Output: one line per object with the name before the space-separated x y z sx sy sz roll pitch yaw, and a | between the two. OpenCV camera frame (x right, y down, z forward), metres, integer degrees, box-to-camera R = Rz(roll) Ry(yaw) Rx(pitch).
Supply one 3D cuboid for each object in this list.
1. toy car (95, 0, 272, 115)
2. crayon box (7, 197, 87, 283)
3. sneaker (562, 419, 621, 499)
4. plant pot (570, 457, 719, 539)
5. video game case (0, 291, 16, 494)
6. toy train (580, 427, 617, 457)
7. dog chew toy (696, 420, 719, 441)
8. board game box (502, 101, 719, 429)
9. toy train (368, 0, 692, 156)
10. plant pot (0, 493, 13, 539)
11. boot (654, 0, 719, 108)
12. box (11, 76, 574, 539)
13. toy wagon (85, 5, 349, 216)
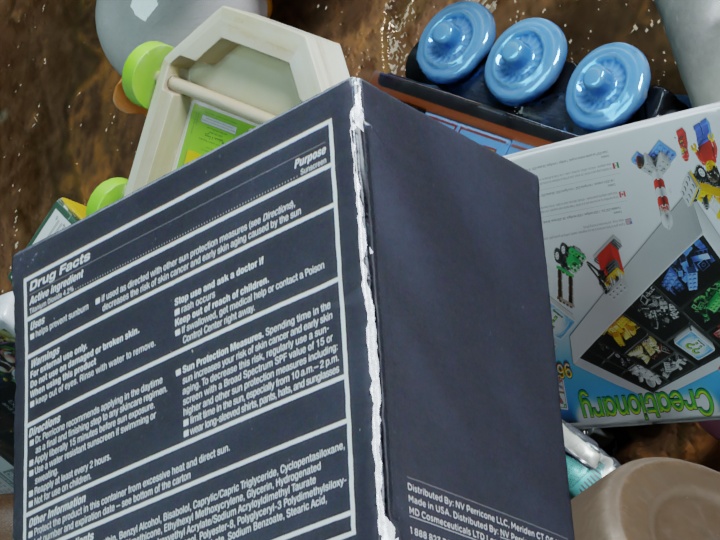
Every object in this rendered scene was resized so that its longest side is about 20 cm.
toy car | -0.086 -0.171 1.385 0.184 0.177 0.200 -133 38 -55
crayon box | -0.062 0.056 1.249 0.058 0.172 0.200 -55 46 9
sneaker | 0.066 0.118 1.094 0.080 0.078 0.200 -50 8 -26
plant pot | 0.103 0.174 0.969 0.175 0.200 0.200 -57 46 32
video game case | -0.182 0.099 1.351 0.182 0.200 0.023 -19 38 40
toy train | 0.136 0.043 1.157 0.200 0.034 0.046 -44 46 27
dog chew toy | 0.214 0.030 1.028 0.200 0.124 0.125 -18 66 49
board game box | 0.120 0.001 1.027 0.200 0.035 0.126 -10 95 59
toy train | 0.082 -0.059 1.191 0.200 0.087 0.114 22 82 45
plant pot | -0.130 0.192 1.297 0.200 0.187 0.187 -18 66 25
boot | 0.142 -0.134 1.125 0.073 0.182 0.200 98 163 -65
box | -0.030 0.063 0.950 0.200 0.123 0.199 -24 57 35
toy wagon | -0.067 -0.018 1.126 0.155 0.040 0.200 25 102 46
